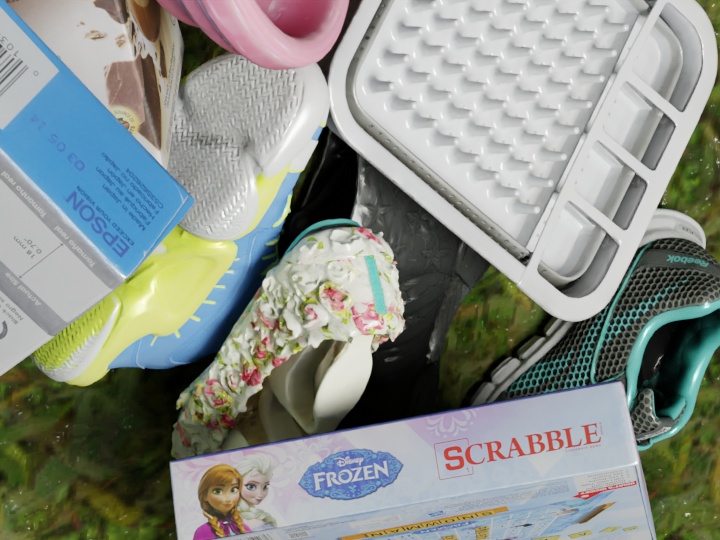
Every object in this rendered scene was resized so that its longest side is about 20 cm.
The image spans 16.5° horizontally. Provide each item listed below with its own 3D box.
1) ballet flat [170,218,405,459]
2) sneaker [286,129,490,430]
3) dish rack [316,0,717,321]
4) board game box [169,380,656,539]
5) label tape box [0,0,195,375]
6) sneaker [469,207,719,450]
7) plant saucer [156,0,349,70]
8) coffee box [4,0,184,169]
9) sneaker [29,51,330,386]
[{"bbox_3d":[-0.035,0.055,1.122,0.076,0.064,0.200,-9,149,-29],"label":"ballet flat"},{"bbox_3d":[0.001,0.001,1.170,0.104,0.060,0.200,18,101,-33],"label":"sneaker"},{"bbox_3d":[0.068,-0.091,1.134,0.200,0.044,0.172,38,71,-34],"label":"dish rack"},{"bbox_3d":[0.032,0.110,1.136,0.200,0.041,0.200,-10,161,5],"label":"board game box"},{"bbox_3d":[-0.184,-0.019,0.975,0.144,0.063,0.200,47,130,-11],"label":"label tape box"},{"bbox_3d":[0.118,0.066,1.235,0.078,0.091,0.200,25,103,-32],"label":"sneaker"},{"bbox_3d":[-0.058,-0.177,0.989,0.051,0.201,0.201,-8,125,18],"label":"plant saucer"},{"bbox_3d":[-0.133,-0.144,0.986,0.080,0.113,0.200,-10,122,7],"label":"coffee box"},{"bbox_3d":[-0.064,-0.024,1.104,0.200,0.076,0.105,-42,151,29],"label":"sneaker"}]
